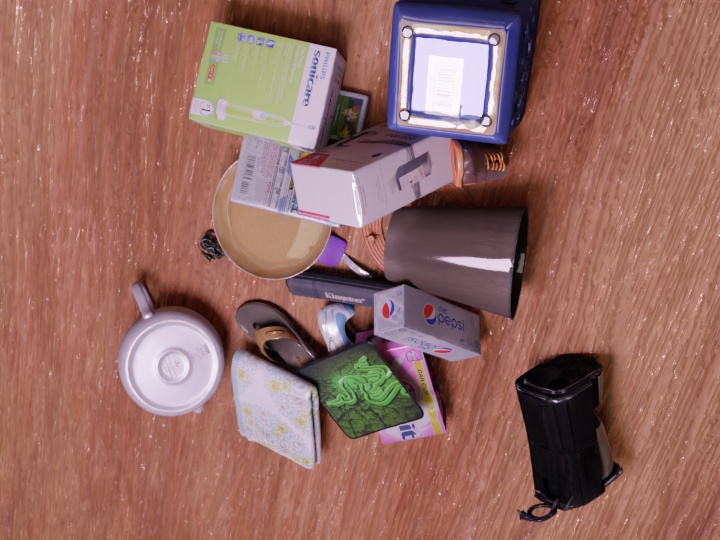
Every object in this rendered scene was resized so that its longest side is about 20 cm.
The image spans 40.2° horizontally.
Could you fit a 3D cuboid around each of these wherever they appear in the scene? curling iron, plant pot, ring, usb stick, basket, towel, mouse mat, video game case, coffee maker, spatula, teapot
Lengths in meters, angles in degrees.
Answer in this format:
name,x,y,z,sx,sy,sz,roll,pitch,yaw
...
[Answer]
name,x,y,z,sx,sy,sz,roll,pitch,yaw
curling iron,-0.179,-0.031,1.644,0.196,0.026,0.051,8,111,14
plant pot,0.133,-0.283,1.342,0.196,0.180,0.204,8,117,11
ring,0.094,-0.063,1.554,0.196,0.019,0.204,7,116,13
usb stick,-0.030,0.031,1.614,0.196,0.033,0.056,8,137,19
plant pot,-0.136,-0.088,1.543,0.196,0.027,0.205,2,98,12
basket,0.142,-0.027,1.474,0.196,0.137,0.183,10,128,15
towel,-0.144,0.244,1.723,0.169,0.048,0.203,20,133,25
mouse mat,-0.003,0.200,1.610,0.199,0.008,0.162,-27,106,44
video game case,-0.093,-0.184,1.500,0.179,0.022,0.204,13,92,9
coffee maker,0.318,0.260,1.548,0.133,0.192,0.204,-1,115,34
spatula,0.000,0.000,1.610,0.198,0.021,0.057,32,120,-1
teapot,-0.333,0.145,1.716,0.194,0.146,0.204,18,96,-17

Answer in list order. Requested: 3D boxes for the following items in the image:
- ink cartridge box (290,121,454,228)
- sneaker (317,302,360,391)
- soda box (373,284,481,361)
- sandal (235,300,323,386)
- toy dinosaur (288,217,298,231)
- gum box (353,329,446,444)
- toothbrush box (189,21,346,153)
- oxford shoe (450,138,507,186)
name,x,y,z,sx,sy,sz,roll,pitch,yaw
ink cartridge box,0.021,-0.142,1.409,0.144,0.198,0.086,14,122,47
sneaker,-0.023,0.148,1.664,0.071,0.072,0.203,-8,118,7
soda box,0.106,0.084,1.524,0.063,0.070,0.198,-17,153,39
sandal,-0.140,0.130,1.681,0.200,0.054,0.082,46,122,10
toy dinosaur,-0.131,-0.117,1.571,0.101,0.058,0.200,44,119,-7
gum box,0.066,0.183,1.630,0.111,0.067,0.203,-11,120,11
toothbrush box,-0.136,-0.267,1.453,0.196,0.086,0.149,13,92,10
oxford shoe,0.169,-0.158,1.390,0.071,0.200,0.073,-5,95,14
